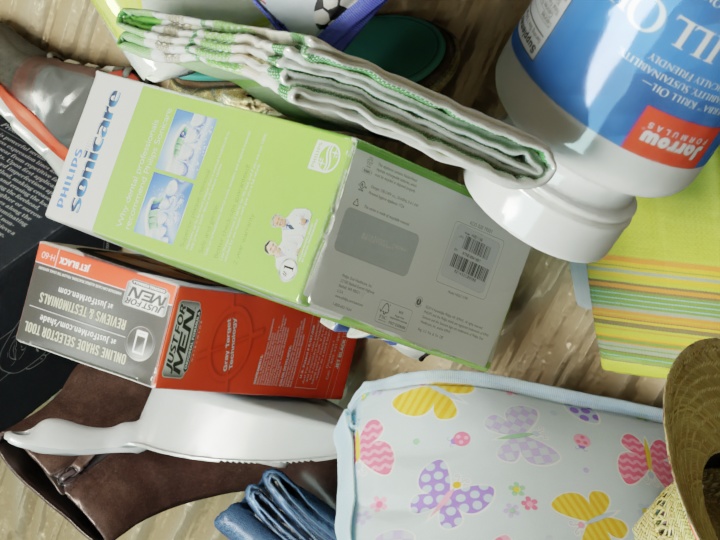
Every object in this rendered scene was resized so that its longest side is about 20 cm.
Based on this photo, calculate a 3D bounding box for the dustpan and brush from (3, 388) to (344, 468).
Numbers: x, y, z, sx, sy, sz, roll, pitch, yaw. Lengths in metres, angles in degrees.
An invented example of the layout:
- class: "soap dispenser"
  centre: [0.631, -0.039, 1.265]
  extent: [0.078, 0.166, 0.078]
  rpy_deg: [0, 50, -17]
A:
- class: "dustpan and brush"
  centre: [-0.105, 0.091, 1.400]
  extent: [0.140, 0.200, 0.057]
  rpy_deg: [-158, 81, -68]

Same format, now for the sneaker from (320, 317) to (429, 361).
- class: "sneaker"
  centre: [0.000, 0.000, 1.366]
  extent: [0.115, 0.081, 0.199]
  rpy_deg: [28, -174, -41]

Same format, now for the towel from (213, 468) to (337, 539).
- class: "towel"
  centre: [0.010, 0.186, 1.393]
  extent: [0.200, 0.049, 0.112]
  rpy_deg: [37, 177, 3]

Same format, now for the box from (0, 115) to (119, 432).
- class: "box"
  centre: [-0.251, 0.022, 1.510]
  extent: [0.107, 0.200, 0.149]
  rpy_deg: [29, 133, 21]

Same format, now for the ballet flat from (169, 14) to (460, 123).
- class: "ballet flat"
  centre: [-0.017, -0.103, 1.338]
  extent: [0.200, 0.071, 0.071]
  rpy_deg: [3, 121, 37]

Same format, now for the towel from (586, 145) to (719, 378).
- class: "towel"
  centre: [0.153, -0.031, 1.245]
  extent: [0.086, 0.018, 0.200]
  rpy_deg: [7, 122, 30]

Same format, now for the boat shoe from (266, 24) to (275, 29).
- class: "boat shoe"
  centre: [-0.062, -0.221, 1.287]
  extent: [0.075, 0.062, 0.200]
  rpy_deg: [-6, 102, 47]

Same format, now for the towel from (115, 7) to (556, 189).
- class: "towel"
  centre: [-0.017, -0.078, 1.121]
  extent: [0.149, 0.031, 0.200]
  rpy_deg: [22, 178, -29]

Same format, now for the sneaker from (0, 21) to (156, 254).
- class: "sneaker"
  centre: [-0.161, -0.095, 1.463]
  extent: [0.200, 0.082, 0.077]
  rpy_deg: [47, -179, 26]

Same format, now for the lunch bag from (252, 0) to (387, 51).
- class: "lunch bag"
  centre: [-0.004, -0.219, 1.113]
  extent: [0.170, 0.200, 0.124]
  rpy_deg: [48, 176, -3]

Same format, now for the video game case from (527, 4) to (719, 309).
- class: "video game case"
  centre: [0.186, -0.048, 1.233]
  extent: [0.200, 0.024, 0.182]
  rpy_deg: [10, 125, 35]

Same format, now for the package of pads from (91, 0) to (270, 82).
- class: "package of pads"
  centre: [-0.061, -0.203, 1.215]
  extent: [0.200, 0.068, 0.155]
  rpy_deg: [-31, 100, 3]

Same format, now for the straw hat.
- class: "straw hat"
  centre: [0.190, 0.139, 1.227]
  extent: [0.085, 0.201, 0.201]
  rpy_deg: [-34, 95, 35]

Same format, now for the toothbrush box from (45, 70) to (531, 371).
- class: "toothbrush box"
  centre: [-0.036, -0.026, 1.219]
  extent: [0.200, 0.146, 0.086]
  rpy_deg: [16, 86, 45]

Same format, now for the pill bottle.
- class: "pill bottle"
  centre: [0.132, -0.105, 1.130]
  extent: [0.112, 0.112, 0.200]
  rpy_deg: [37, 117, 13]

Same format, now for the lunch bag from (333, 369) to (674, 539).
- class: "lunch bag"
  centre: [0.080, 0.153, 1.302]
  extent: [0.200, 0.170, 0.127]
  rpy_deg: [13, 138, -18]

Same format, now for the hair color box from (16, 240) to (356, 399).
- class: "hair color box"
  centre: [-0.093, 0.031, 1.390]
  extent: [0.101, 0.200, 0.061]
  rpy_deg: [17, 95, 29]

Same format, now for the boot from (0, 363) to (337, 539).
- class: "boot"
  centre: [-0.107, 0.128, 1.491]
  extent: [0.200, 0.166, 0.072]
  rpy_deg: [40, 137, 9]
